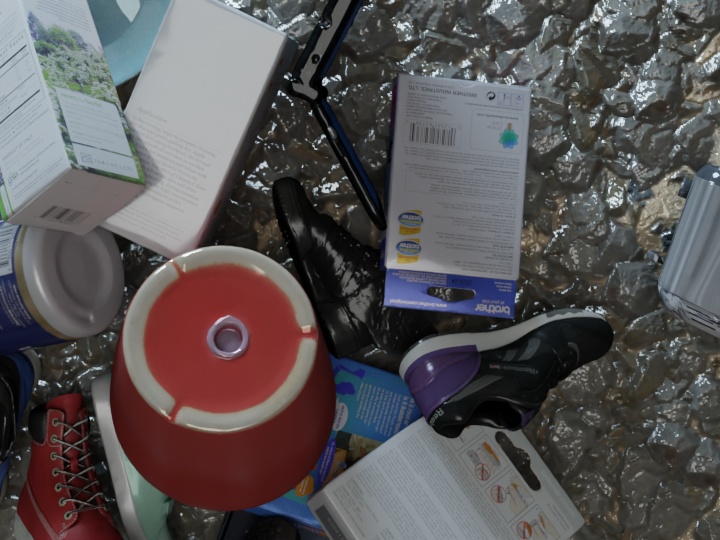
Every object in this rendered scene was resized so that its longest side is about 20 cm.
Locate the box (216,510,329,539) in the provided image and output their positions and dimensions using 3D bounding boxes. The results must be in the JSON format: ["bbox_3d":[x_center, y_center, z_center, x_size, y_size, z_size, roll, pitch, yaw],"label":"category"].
[{"bbox_3d":[-0.033,0.262,1.004,0.199,0.051,0.158,21,100,-2],"label":"box"}]

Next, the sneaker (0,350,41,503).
[{"bbox_3d":[-0.349,0.166,0.957,0.076,0.111,0.201,25,99,-4],"label":"sneaker"}]

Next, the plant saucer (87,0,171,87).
[{"bbox_3d":[-0.248,-0.251,0.923,0.200,0.039,0.202,0,99,0],"label":"plant saucer"}]

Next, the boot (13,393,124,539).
[{"bbox_3d":[-0.244,0.188,0.929,0.072,0.200,0.145,3,100,-37],"label":"boot"}]

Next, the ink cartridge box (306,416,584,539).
[{"bbox_3d":[0.076,0.207,0.919,0.200,0.047,0.160,-29,78,-35],"label":"ink cartridge box"}]

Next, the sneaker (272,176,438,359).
[{"bbox_3d":[0.000,0.000,0.957,0.104,0.060,0.201,-21,91,-11],"label":"sneaker"}]

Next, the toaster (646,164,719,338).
[{"bbox_3d":[0.349,0.002,0.918,0.199,0.114,0.130,26,104,12],"label":"toaster"}]

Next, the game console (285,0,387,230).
[{"bbox_3d":[0.008,-0.145,0.859,0.116,0.200,0.177,28,98,-5],"label":"game console"}]

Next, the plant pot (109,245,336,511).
[{"bbox_3d":[-0.108,0.077,0.852,0.199,0.177,0.202,2,69,-6],"label":"plant pot"}]

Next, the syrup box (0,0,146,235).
[{"bbox_3d":[-0.245,-0.136,0.833,0.081,0.079,0.201,-32,68,26],"label":"syrup box"}]

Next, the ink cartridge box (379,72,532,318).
[{"bbox_3d":[0.080,-0.062,0.926,0.119,0.042,0.201,5,83,-8],"label":"ink cartridge box"}]

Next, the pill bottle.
[{"bbox_3d":[-0.308,0.017,0.911,0.199,0.111,0.112,-12,100,26],"label":"pill bottle"}]

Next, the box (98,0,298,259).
[{"bbox_3d":[-0.138,-0.122,0.901,0.097,0.124,0.201,25,99,-4],"label":"box"}]

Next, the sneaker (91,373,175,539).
[{"bbox_3d":[-0.163,0.180,0.980,0.118,0.074,0.202,-13,106,-8],"label":"sneaker"}]

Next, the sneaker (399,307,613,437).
[{"bbox_3d":[0.138,0.097,0.924,0.199,0.088,0.076,-11,141,-20],"label":"sneaker"}]

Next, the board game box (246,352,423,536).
[{"bbox_3d":[-0.009,0.160,0.956,0.199,0.045,0.153,19,69,-3],"label":"board game box"}]

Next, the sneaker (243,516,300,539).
[{"bbox_3d":[-0.082,0.294,0.944,0.087,0.076,0.200,26,123,-10],"label":"sneaker"}]
